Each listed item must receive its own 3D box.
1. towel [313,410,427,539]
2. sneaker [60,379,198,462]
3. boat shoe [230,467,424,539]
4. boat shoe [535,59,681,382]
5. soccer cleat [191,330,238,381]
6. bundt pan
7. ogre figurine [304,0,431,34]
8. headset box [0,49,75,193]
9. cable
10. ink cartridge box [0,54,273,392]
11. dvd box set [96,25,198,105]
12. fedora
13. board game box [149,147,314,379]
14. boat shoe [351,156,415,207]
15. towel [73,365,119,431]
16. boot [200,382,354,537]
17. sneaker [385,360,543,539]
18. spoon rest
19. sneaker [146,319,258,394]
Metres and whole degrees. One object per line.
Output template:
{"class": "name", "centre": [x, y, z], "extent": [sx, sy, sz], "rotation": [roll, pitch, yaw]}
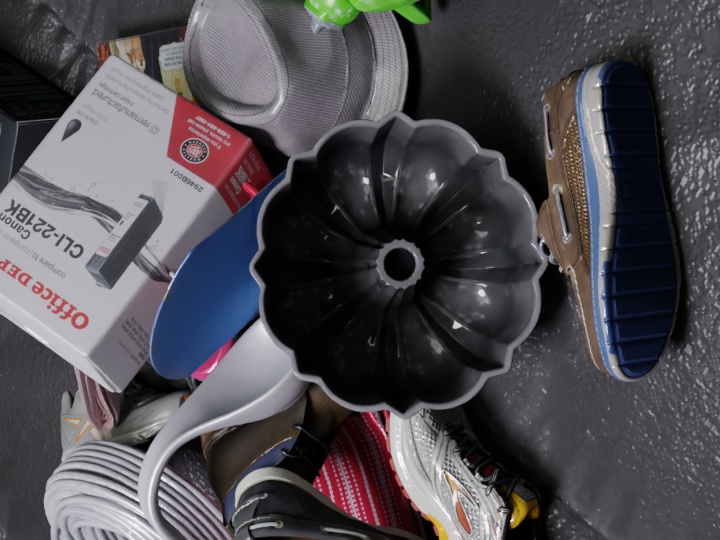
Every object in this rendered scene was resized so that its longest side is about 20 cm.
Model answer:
{"class": "towel", "centre": [-0.029, 0.190, 1.337], "extent": [0.199, 0.022, 0.146], "rotation": [-20, 83, 46]}
{"class": "sneaker", "centre": [-0.211, 0.122, 1.478], "extent": [0.199, 0.075, 0.093], "rotation": [-23, 76, 45]}
{"class": "boat shoe", "centre": [-0.005, 0.216, 1.208], "extent": [0.072, 0.199, 0.068], "rotation": [-53, 19, 23]}
{"class": "boat shoe", "centre": [0.154, -0.029, 1.077], "extent": [0.072, 0.072, 0.202], "rotation": [-8, 82, 51]}
{"class": "soccer cleat", "centre": [-0.132, -0.002, 1.319], "extent": [0.070, 0.086, 0.201], "rotation": [-35, 66, 19]}
{"class": "bundt pan", "centre": [0.022, -0.002, 1.143], "extent": [0.076, 0.200, 0.204], "rotation": [153, 105, -81]}
{"class": "ogre figurine", "centre": [0.021, -0.237, 1.155], "extent": [0.198, 0.098, 0.121], "rotation": [-8, 78, 15]}
{"class": "headset box", "centre": [-0.337, -0.094, 1.551], "extent": [0.199, 0.092, 0.175], "rotation": [33, 119, 37]}
{"class": "cable", "centre": [-0.176, 0.228, 1.409], "extent": [0.199, 0.069, 0.201], "rotation": [27, 146, 20]}
{"class": "ink cartridge box", "centre": [-0.181, -0.034, 1.243], "extent": [0.144, 0.084, 0.201], "rotation": [31, 78, 22]}
{"class": "dvd box set", "centre": [-0.158, -0.099, 1.409], "extent": [0.146, 0.029, 0.202], "rotation": [-1, 97, 45]}
{"class": "fedora", "centre": [-0.064, -0.153, 1.245], "extent": [0.200, 0.090, 0.178], "rotation": [52, 126, 33]}
{"class": "board game box", "centre": [-0.091, -0.016, 1.200], "extent": [0.039, 0.200, 0.158], "rotation": [37, 152, 19]}
{"class": "boat shoe", "centre": [0.000, 0.000, 1.247], "extent": [0.072, 0.072, 0.201], "rotation": [36, 118, 7]}
{"class": "towel", "centre": [-0.220, 0.006, 1.390], "extent": [0.191, 0.032, 0.202], "rotation": [97, 169, -63]}
{"class": "boot", "centre": [-0.031, 0.120, 1.243], "extent": [0.199, 0.075, 0.097], "rotation": [-34, 42, 22]}
{"class": "sneaker", "centre": [0.086, 0.154, 1.182], "extent": [0.082, 0.078, 0.201], "rotation": [-29, 84, 38]}
{"class": "spoon rest", "centre": [-0.096, 0.104, 1.210], "extent": [0.201, 0.060, 0.099], "rotation": [-56, 28, -4]}
{"class": "sneaker", "centre": [-0.116, 0.068, 1.359], "extent": [0.199, 0.082, 0.071], "rotation": [14, 106, 44]}
